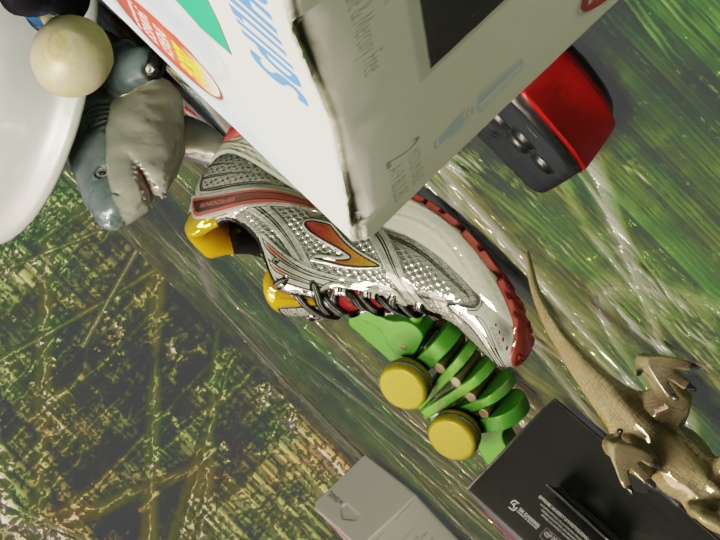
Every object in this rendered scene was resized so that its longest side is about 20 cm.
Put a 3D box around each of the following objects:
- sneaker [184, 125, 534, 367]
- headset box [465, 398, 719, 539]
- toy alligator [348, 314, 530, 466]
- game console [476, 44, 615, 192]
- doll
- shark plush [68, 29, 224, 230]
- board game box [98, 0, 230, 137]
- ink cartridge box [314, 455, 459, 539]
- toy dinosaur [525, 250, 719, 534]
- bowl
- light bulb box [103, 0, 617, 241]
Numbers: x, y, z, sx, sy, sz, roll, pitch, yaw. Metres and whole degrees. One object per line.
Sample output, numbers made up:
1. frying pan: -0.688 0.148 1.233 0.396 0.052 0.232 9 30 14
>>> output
1. sneaker: 0.000 0.000 1.451 0.200 0.082 0.078 29 167 28
2. headset box: 0.155 0.170 1.647 0.149 0.077 0.200 41 174 35
3. toy alligator: 0.038 0.042 1.699 0.200 0.059 0.054 47 132 -8
4. game console: 0.004 -0.105 1.026 0.200 0.031 0.177 45 174 0
5. doll: -0.169 -0.167 1.429 0.200 0.048 0.136 60 -172 24
6. shark plush: -0.158 -0.095 1.571 0.200 0.083 0.091 40 172 34
7. board game box: -0.088 -0.102 1.621 0.126 0.035 0.200 40 172 35
8. ink cartridge box: 0.062 0.305 3.122 0.200 0.084 0.146 49 172 -27
9. toy dinosaur: 0.125 0.071 1.270 0.200 0.058 0.101 44 175 10
10. bowl: -0.220 -0.118 1.552 0.090 0.201 0.201 8 -166 -30
11. light bulb box: -0.032 -0.133 0.628 0.200 0.125 0.198 44 174 12
